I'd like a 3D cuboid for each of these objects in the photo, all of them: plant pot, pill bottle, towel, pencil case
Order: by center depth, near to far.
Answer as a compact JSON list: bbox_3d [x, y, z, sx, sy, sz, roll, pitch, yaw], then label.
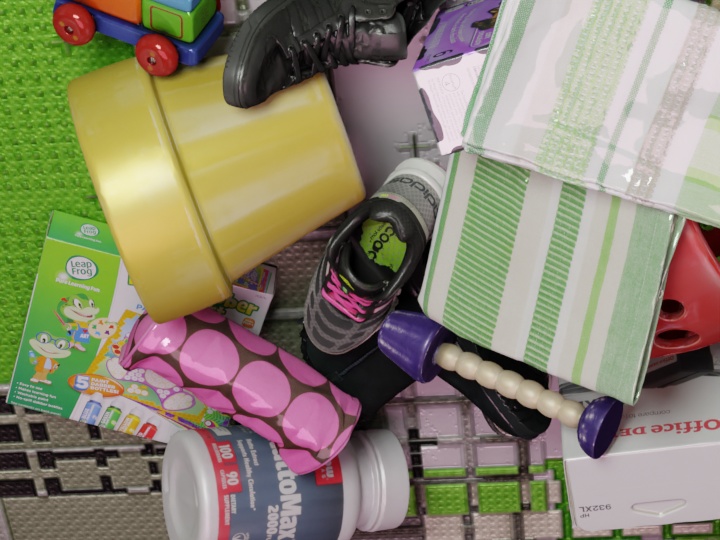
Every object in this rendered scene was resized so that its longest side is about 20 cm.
[{"bbox_3d":[0.180,-0.119,1.334,0.199,0.031,0.150,18,115,1],"label":"towel"},{"bbox_3d":[0.136,-0.005,1.448,0.199,0.023,0.153,20,103,34],"label":"towel"},{"bbox_3d":[-0.103,-0.083,1.510,0.188,0.201,0.201,-19,126,-1],"label":"plant pot"},{"bbox_3d":[0.209,-0.021,1.526,0.182,0.201,0.200,-28,122,29],"label":"plant pot"},{"bbox_3d":[-0.102,0.095,1.633,0.200,0.091,0.094,34,126,-12],"label":"pencil case"},{"bbox_3d":[-0.064,0.191,1.731,0.199,0.120,0.120,-4,132,-23],"label":"pill bottle"}]

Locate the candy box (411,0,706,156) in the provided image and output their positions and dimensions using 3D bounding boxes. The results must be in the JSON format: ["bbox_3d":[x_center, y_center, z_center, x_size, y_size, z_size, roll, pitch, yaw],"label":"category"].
[{"bbox_3d":[0.150,-0.167,1.428,0.199,0.168,0.072,-16,108,15],"label":"candy box"}]

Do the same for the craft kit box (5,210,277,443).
[{"bbox_3d":[-0.192,0.057,1.709,0.199,0.049,0.198,14,125,-8],"label":"craft kit box"}]

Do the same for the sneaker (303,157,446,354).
[{"bbox_3d":[0.000,0.000,1.545,0.074,0.087,0.200,39,127,6],"label":"sneaker"}]

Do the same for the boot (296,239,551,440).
[{"bbox_3d":[0.049,0.080,1.649,0.162,0.073,0.199,-33,95,37],"label":"boot"}]

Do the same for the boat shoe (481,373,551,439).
[{"bbox_3d":[0.134,0.076,1.690,0.073,0.060,0.201,7,128,1],"label":"boat shoe"}]

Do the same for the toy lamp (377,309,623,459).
[{"bbox_3d":[0.105,0.084,1.538,0.199,0.058,0.058,23,133,24],"label":"toy lamp"}]

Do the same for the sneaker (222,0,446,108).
[{"bbox_3d":[-0.011,-0.177,1.439,0.104,0.200,0.060,19,139,21],"label":"sneaker"}]

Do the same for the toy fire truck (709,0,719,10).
[{"bbox_3d":[0.334,-0.148,1.431,0.128,0.176,0.201,-13,126,14],"label":"toy fire truck"}]

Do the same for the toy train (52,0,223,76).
[{"bbox_3d":[-0.197,-0.232,1.443,0.199,0.085,0.116,22,140,13],"label":"toy train"}]

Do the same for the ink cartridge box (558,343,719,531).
[{"bbox_3d":[0.238,0.109,1.621,0.144,0.200,0.084,-7,128,9],"label":"ink cartridge box"}]
